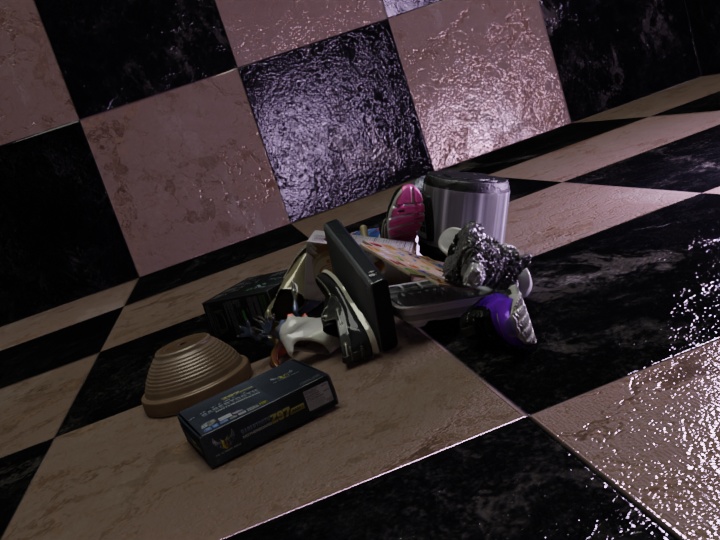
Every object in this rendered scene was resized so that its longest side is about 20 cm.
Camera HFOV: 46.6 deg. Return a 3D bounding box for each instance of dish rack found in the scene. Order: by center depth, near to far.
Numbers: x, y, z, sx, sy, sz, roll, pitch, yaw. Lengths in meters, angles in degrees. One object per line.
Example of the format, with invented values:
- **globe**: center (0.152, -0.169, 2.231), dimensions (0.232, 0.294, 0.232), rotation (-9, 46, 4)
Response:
- **dish rack**: center (0.122, 0.053, 1.409), dimensions (0.170, 0.044, 0.200), rotation (-8, 9, -11)

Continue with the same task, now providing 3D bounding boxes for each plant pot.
- **plant pot**: center (-0.297, 0.170, 1.465), dimensions (0.199, 0.093, 0.201), rotation (-17, 11, 4)

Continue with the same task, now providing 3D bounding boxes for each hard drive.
- **hard drive**: center (-0.001, 0.021, 1.377), dimensions (0.033, 0.140, 0.200), rotation (-21, 38, -13)

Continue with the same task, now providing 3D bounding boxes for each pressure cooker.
- **pressure cooker**: center (0.200, -0.087, 1.634), dimensions (0.178, 0.202, 0.175), rotation (16, 19, 37)

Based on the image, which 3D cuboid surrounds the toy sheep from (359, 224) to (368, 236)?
- **toy sheep**: center (-0.002, -0.004, 1.695), dimensions (0.137, 0.139, 0.200), rotation (-17, -28, 6)

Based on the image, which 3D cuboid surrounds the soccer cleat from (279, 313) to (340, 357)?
- **soccer cleat**: center (-0.041, 0.108, 1.445), dimensions (0.198, 0.078, 0.070), rotation (-7, -36, -15)

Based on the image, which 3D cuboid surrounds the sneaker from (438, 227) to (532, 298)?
- **sneaker**: center (0.233, 0.002, 1.448), dimensions (0.074, 0.115, 0.200), rotation (-50, 50, -1)

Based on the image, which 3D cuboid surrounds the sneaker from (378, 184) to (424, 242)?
- **sneaker**: center (0.073, -0.091, 1.611), dimensions (0.073, 0.201, 0.088), rotation (-11, 42, -14)

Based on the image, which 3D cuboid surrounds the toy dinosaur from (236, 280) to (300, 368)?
- **toy dinosaur**: center (-0.145, 0.125, 1.547), dimensions (0.104, 0.201, 0.181), rotation (-28, -29, 22)

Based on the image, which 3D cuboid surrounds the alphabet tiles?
- **alphabet tiles**: center (0.096, -0.008, 1.373), dimensions (0.165, 0.006, 0.200), rotation (9, 15, -41)

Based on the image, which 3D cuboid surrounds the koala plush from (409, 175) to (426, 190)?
- **koala plush**: center (0.194, -0.115, 1.893), dimensions (0.176, 0.185, 0.200), rotation (-23, 24, -22)

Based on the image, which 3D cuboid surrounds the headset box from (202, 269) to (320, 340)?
- **headset box**: center (-0.205, 0.069, 1.805), dimensions (0.199, 0.094, 0.174), rotation (-12, 12, 31)

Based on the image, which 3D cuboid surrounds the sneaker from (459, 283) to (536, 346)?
- **sneaker**: center (0.190, 0.076, 1.188), dimensions (0.099, 0.070, 0.200), rotation (-19, 3, 11)

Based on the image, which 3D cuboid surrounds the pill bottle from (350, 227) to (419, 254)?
- **pill bottle**: center (0.056, -0.042, 1.864), dimensions (0.112, 0.113, 0.199), rotation (-28, 14, -40)

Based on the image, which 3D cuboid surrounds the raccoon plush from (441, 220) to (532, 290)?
- **raccoon plush**: center (0.203, 0.011, 1.281), dimensions (0.097, 0.133, 0.201), rotation (-60, 11, 29)

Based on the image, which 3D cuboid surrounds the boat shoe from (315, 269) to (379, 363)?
- **boat shoe**: center (-0.038, 0.072, 1.382), dimensions (0.067, 0.072, 0.200), rotation (-26, 47, -7)

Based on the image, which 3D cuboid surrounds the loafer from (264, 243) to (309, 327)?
- **loafer**: center (-0.121, 0.033, 1.659), dimensions (0.201, 0.075, 0.068), rotation (-61, 9, -1)

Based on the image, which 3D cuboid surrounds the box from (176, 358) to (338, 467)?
- **box**: center (-0.149, 0.197, 1.192), dimensions (0.199, 0.051, 0.157), rotation (-23, 11, -20)

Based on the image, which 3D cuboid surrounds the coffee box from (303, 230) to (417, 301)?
- **coffee box**: center (0.000, 0.000, 1.557), dimensions (0.198, 0.115, 0.080), rotation (8, 19, 6)
